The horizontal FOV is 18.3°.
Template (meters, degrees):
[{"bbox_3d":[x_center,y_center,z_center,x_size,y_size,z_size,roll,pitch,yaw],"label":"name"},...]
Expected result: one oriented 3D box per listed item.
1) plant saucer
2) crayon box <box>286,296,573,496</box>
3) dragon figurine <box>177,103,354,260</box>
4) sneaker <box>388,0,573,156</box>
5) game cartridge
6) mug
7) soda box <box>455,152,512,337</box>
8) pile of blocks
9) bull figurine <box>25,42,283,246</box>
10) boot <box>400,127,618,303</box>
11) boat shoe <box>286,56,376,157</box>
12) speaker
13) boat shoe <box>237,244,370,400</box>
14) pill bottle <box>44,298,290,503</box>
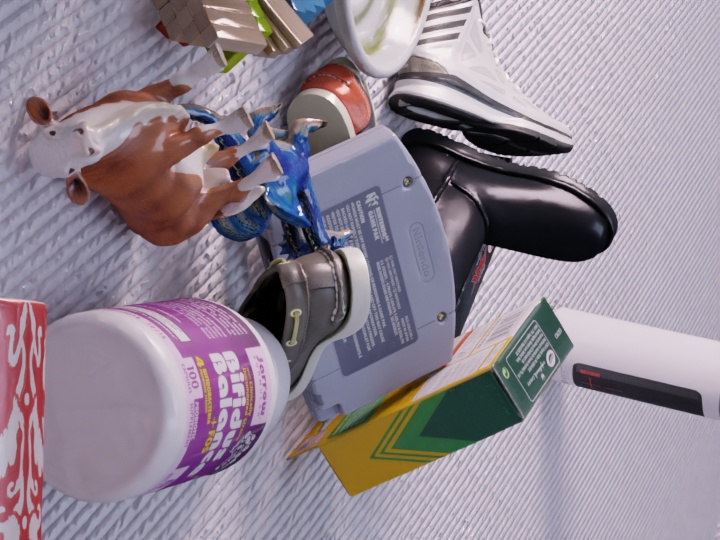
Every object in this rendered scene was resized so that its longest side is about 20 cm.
[{"bbox_3d":[0.004,-0.243,1.653,0.200,0.050,0.200,6,90,-69],"label":"plant saucer"},{"bbox_3d":[0.054,0.101,1.706,0.052,0.200,0.126,58,32,-10],"label":"crayon box"},{"bbox_3d":[-0.064,-0.054,1.474,0.200,0.059,0.100,15,69,-61],"label":"dragon figurine"},{"bbox_3d":[0.111,-0.167,1.862,0.200,0.076,0.116,18,75,-42],"label":"sneaker"},{"bbox_3d":[0.000,0.000,1.623,0.133,0.042,0.200,-28,123,-22],"label":"game cartridge"},{"bbox_3d":[-0.229,0.111,1.121,0.133,0.177,0.200,5,88,-33],"label":"mug"},{"bbox_3d":[0.067,-0.012,1.870,0.063,0.071,0.200,84,24,-46],"label":"soda box"},{"bbox_3d":[-0.072,-0.168,1.453,0.082,0.062,0.200,52,32,-1],"label":"pile of blocks"},{"bbox_3d":[-0.119,-0.071,1.331,0.200,0.121,0.065,54,13,-71],"label":"bull figurine"},{"bbox_3d":[0.091,-0.017,1.775,0.076,0.200,0.168,109,5,-46],"label":"boot"},{"bbox_3d":[-0.010,-0.060,1.666,0.063,0.071,0.200,-60,146,-51],"label":"boat shoe"},{"bbox_3d":[0.290,0.095,2.319,0.081,0.200,0.081,-43,140,-52],"label":"speaker"},{"bbox_3d":[-0.056,0.038,1.503,0.202,0.060,0.072,134,-52,-59],"label":"boat shoe"},{"bbox_3d":[-0.118,0.074,1.362,0.200,0.112,0.112,-8,105,-68],"label":"pill bottle"}]
